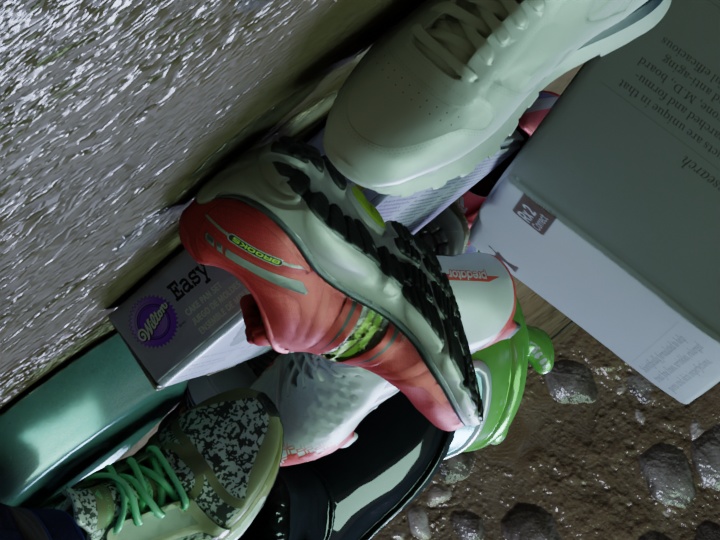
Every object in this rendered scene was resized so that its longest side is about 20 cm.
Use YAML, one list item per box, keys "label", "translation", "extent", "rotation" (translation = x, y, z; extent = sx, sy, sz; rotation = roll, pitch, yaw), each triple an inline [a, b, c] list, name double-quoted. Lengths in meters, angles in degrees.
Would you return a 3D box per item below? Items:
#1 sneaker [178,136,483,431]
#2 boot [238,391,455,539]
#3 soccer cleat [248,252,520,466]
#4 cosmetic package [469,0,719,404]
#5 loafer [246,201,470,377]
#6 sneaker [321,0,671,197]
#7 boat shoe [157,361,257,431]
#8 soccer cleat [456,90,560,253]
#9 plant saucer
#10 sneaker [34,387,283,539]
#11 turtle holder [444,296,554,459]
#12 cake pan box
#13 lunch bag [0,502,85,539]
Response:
- label: "sneaker"
  translation: [-0.013, 0.014, 1.323]
  extent: [0.085, 0.200, 0.077]
  rotation: [-30, -141, 18]
- label: "boot"
  translation: [-0.025, 0.126, 1.663]
  extent: [0.201, 0.076, 0.168]
  rotation: [-54, 165, 5]
- label: "soccer cleat"
  translation: [-0.005, 0.045, 1.513]
  extent: [0.200, 0.069, 0.085]
  rotation: [-30, 155, 30]
- label: "cosmetic package"
  translation: [0.187, -0.061, 1.565]
  extent: [0.200, 0.165, 0.165]
  rotation: [-53, 177, -12]
- label: "loafer"
  translation: [0.000, 0.000, 1.635]
  extent: [0.200, 0.073, 0.071]
  rotation: [-37, -175, 47]
- label: "sneaker"
  translation: [0.061, -0.111, 1.234]
  extent: [0.200, 0.076, 0.081]
  rotation: [-40, 163, -22]
- label: "boat shoe"
  translation: [-0.087, 0.098, 1.750]
  extent: [0.091, 0.071, 0.200]
  rotation: [-43, 174, 9]
- label: "soccer cleat"
  translation: [0.067, -0.025, 1.712]
  extent: [0.076, 0.067, 0.200]
  rotation: [4, 126, -50]
- label: "plant saucer"
  translation: [-0.160, 0.092, 1.507]
  extent: [0.200, 0.036, 0.200]
  rotation: [-38, 173, -5]
- label: "sneaker"
  translation: [-0.126, 0.130, 1.497]
  extent: [0.200, 0.077, 0.089]
  rotation: [-37, 162, -5]
- label: "turtle holder"
  translation: [0.042, 0.049, 1.843]
  extent: [0.131, 0.142, 0.185]
  rotation: [-14, 164, -36]
- label: "cake pan box"
  translation: [-0.017, -0.022, 1.439]
  extent: [0.184, 0.052, 0.200]
  rotation: [-38, 173, 17]
- label: "lunch bag"
  translation: [-0.193, 0.202, 1.382]
  extent: [0.136, 0.201, 0.132]
  rotation: [-40, 144, 28]
